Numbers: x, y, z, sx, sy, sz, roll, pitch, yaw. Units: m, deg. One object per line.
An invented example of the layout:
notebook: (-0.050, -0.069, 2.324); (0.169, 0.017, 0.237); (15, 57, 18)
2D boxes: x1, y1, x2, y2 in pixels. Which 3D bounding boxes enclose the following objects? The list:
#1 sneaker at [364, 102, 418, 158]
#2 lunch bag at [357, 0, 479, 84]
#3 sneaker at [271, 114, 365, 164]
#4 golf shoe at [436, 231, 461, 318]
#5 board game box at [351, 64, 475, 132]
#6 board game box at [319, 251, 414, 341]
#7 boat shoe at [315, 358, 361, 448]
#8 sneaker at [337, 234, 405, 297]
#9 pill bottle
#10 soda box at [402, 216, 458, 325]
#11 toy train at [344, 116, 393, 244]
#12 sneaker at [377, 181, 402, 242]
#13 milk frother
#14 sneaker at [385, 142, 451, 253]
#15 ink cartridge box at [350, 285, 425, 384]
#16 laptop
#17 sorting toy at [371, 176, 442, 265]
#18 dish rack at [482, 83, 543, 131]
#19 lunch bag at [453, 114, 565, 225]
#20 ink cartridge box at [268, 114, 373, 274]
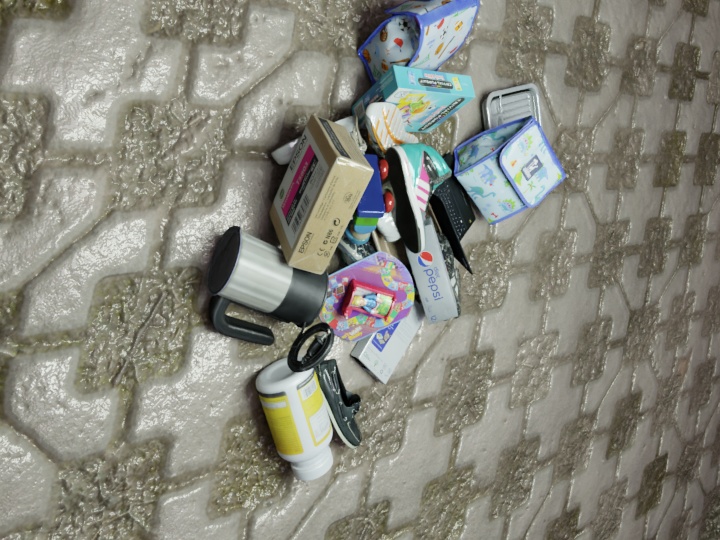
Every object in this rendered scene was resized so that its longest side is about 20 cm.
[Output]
sneaker: (0.046, -0.255, 1.091); (0.081, 0.075, 0.199); (-67, 153, -6)
lunch bag: (0.112, -0.442, 1.078); (0.168, 0.199, 0.127); (-33, 96, -27)
sneaker: (-0.064, -0.202, 1.059); (0.197, 0.073, 0.119); (-28, 108, -32)
golf shoe: (0.179, 0.004, 1.259); (0.095, 0.075, 0.207); (-58, 141, -59)
board game box: (0.102, -0.326, 1.116); (0.194, 0.150, 0.049); (-7, 78, -34)
board game box: (0.011, 0.064, 1.095); (0.195, 0.039, 0.161); (-24, 118, 8)
boat shoe: (-0.031, 0.257, 1.123); (0.064, 0.075, 0.204); (-24, 104, 7)
sneaker: (0.000, 0.000, 1.125); (0.199, 0.078, 0.086); (42, 112, -13)
pill bottle: (-0.113, 0.271, 1.049); (0.110, 0.111, 0.207); (-24, 109, -31)
soda box: (0.142, 0.001, 1.176); (0.066, 0.064, 0.206); (-16, 107, 12)
toy train: (-0.002, -0.158, 1.036); (0.081, 0.117, 0.206); (1, 59, -14)
sneaker: (0.090, -0.158, 1.139); (0.080, 0.069, 0.203); (45, 66, -29)
milk frother: (-0.145, 0.051, 0.951); (0.184, 0.198, 0.186); (23, 86, -34)
sneaker: (0.120, -0.146, 1.081); (0.118, 0.083, 0.207); (-24, 115, -26)
ink cartridge box: (0.067, 0.125, 1.210); (0.100, 0.039, 0.203); (45, 70, -30)
laptop: (0.212, -0.127, 1.225); (0.201, 0.101, 0.181); (-49, 124, -34)
sorting toy: (0.086, -0.113, 1.205); (0.198, 0.036, 0.191); (-34, 114, -33)
dish rack: (0.360, -0.343, 1.372); (0.196, 0.043, 0.178); (-21, 106, -32)
lunch bag: (0.325, -0.221, 1.252); (0.170, 0.196, 0.130); (45, 34, -31)
ink cartridge box: (-0.073, -0.128, 0.959); (0.073, 0.166, 0.204); (12, 119, -31)
